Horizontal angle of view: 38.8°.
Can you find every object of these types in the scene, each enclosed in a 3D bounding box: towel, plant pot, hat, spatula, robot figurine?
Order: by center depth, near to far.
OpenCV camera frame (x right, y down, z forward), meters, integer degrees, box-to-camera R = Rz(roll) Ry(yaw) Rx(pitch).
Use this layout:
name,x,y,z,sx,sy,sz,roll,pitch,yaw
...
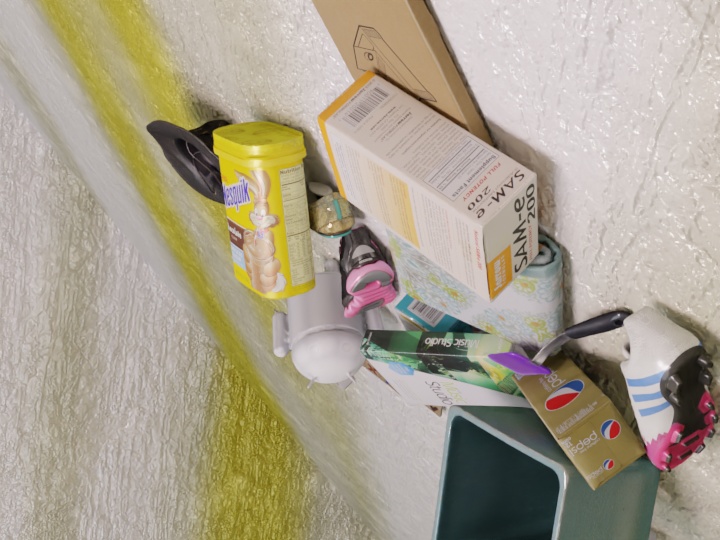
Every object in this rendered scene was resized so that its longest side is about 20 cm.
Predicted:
name,x,y,z,sx,sy,sz,roll,pitch,yaw
spatula,0.198,0.073,1.017,0.056,0.021,0.200,26,147,-19
towel,0.116,0.000,1.051,0.199,0.048,0.171,25,157,25
plant pot,0.223,0.265,1.156,0.195,0.199,0.198,23,110,54
hat,-0.213,-0.174,1.492,0.200,0.081,0.201,35,163,12
robot figurine,-0.050,0.083,1.525,0.113,0.169,0.201,65,-164,-55

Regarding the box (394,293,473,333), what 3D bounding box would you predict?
name,x,y,z,sx,sy,sz,roll,pitch,yaw
box,0.112,0.099,1.324,0.082,0.049,0.200,35,165,33

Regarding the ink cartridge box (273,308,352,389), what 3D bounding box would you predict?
name,x,y,z,sx,sy,sz,roll,pitch,yaw
ink cartridge box,-0.093,0.149,2.039,0.095,0.037,0.200,27,157,53

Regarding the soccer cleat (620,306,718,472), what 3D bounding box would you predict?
name,x,y,z,sx,sy,sz,roll,pitch,yaw
soccer cleat,0.277,0.106,0.933,0.086,0.070,0.200,52,167,39

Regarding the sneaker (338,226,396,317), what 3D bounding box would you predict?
name,x,y,z,sx,sy,sz,roll,pitch,yaw
sneaker,0.000,0.000,1.402,0.200,0.079,0.096,101,146,-70

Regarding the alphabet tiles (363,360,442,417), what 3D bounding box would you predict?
name,x,y,z,sx,sy,sz,roll,pitch,yaw
alphabet tiles,0.057,0.163,1.688,0.200,0.008,0.167,36,157,20

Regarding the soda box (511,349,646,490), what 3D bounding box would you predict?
name,x,y,z,sx,sy,sz,roll,pitch,yaw
soda box,0.217,0.143,1.042,0.068,0.064,0.200,53,-176,-12

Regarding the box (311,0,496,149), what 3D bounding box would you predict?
name,x,y,z,sx,sy,sz,roll,pitch,yaw
box,0.038,-0.177,0.929,0.163,0.021,0.200,26,155,51

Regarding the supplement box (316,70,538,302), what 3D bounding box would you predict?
name,x,y,z,sx,sy,sz,roll,pitch,yaw
supplement box,0.063,-0.077,0.928,0.200,0.074,0.126,37,162,27

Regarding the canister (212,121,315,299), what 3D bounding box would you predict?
name,x,y,z,sx,sy,sz,roll,pitch,yaw
canister,-0.121,-0.078,1.309,0.148,0.086,0.201,27,128,56

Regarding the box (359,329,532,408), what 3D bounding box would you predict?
name,x,y,z,sx,sy,sz,roll,pitch,yaw
box,0.117,0.122,1.236,0.199,0.037,0.144,-2,147,33

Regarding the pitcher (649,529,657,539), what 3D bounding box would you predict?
name,x,y,z,sx,sy,sz,roll,pitch,yaw
pitcher,0.293,0.347,1.384,0.199,0.122,0.172,27,166,22

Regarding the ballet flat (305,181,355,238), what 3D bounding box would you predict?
name,x,y,z,sx,sy,sz,roll,pitch,yaw
ballet flat,-0.068,-0.087,1.365,0.071,0.071,0.200,53,164,-23
